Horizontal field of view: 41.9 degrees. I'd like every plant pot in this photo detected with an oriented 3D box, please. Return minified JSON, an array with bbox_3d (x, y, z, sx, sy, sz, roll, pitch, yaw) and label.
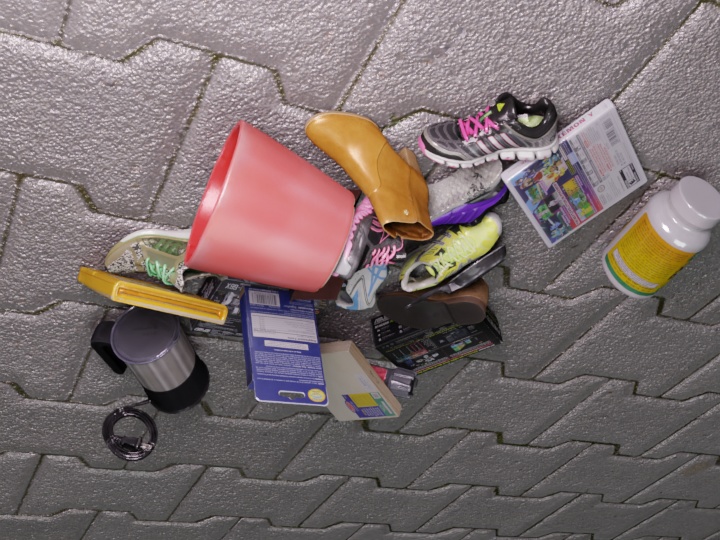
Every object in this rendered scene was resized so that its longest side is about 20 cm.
[{"bbox_3d":[-0.114,-0.068,1.224,0.175,0.202,0.201,21,138,-17],"label":"plant pot"}]

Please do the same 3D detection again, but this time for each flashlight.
[{"bbox_3d":[0.001,0.186,1.697,0.197,0.068,0.068,13,145,15],"label":"flashlight"}]

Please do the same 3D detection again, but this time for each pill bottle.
[{"bbox_3d":[0.480,-0.054,1.486,0.111,0.114,0.201,7,142,-22],"label":"pill bottle"}]

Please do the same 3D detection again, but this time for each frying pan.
[{"bbox_3d":[0.165,0.010,1.495,0.189,0.031,0.115,-31,174,-36],"label":"frying pan"}]

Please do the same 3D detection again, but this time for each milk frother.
[{"bbox_3d":[-0.361,0.188,1.564,0.178,0.202,0.189,-8,146,5],"label":"milk frother"}]

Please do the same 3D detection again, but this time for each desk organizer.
[{"bbox_3d":[-0.054,-0.037,1.425,0.076,0.072,0.201,1,145,-18],"label":"desk organizer"}]

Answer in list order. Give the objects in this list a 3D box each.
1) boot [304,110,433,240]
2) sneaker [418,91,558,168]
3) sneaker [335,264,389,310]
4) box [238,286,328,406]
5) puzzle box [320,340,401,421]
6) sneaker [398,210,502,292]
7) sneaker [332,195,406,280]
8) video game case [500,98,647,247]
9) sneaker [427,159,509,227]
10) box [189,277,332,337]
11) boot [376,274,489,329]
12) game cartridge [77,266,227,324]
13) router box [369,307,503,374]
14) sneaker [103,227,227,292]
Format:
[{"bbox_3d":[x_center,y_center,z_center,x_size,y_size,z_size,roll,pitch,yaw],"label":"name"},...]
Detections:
[{"bbox_3d":[0.018,-0.122,1.252,0.199,0.146,0.071,19,137,-34],"label":"boot"},{"bbox_3d":[0.175,-0.194,1.254,0.197,0.074,0.088,-4,140,-7],"label":"sneaker"},{"bbox_3d":[0.000,0.000,1.486,0.072,0.072,0.201,-10,147,-17],"label":"sneaker"},{"bbox_3d":[-0.118,0.120,1.431,0.120,0.202,0.033,9,140,-25],"label":"box"},{"bbox_3d":[-0.028,0.198,1.656,0.132,0.026,0.201,-9,135,30],"label":"puzzle box"},{"bbox_3d":[0.141,-0.022,1.466,0.075,0.077,0.199,45,123,-11],"label":"sneaker"},{"bbox_3d":[0.020,-0.037,1.280,0.095,0.200,0.079,33,121,-2],"label":"sneaker"},{"bbox_3d":[0.316,-0.136,1.373,0.181,0.023,0.200,-35,141,10],"label":"video game case"},{"bbox_3d":[0.133,-0.090,1.391,0.198,0.070,0.099,-22,146,18],"label":"sneaker"},{"bbox_3d":[-0.164,0.053,1.545,0.198,0.050,0.158,10,141,-26],"label":"box"},{"bbox_3d":[0.125,0.049,1.596,0.197,0.076,0.074,-2,134,25],"label":"boot"},{"bbox_3d":[-0.313,0.034,1.402,0.175,0.033,0.199,16,180,-32],"label":"game cartridge"},{"bbox_3d":[0.137,0.109,1.685,0.198,0.063,0.150,-22,143,18],"label":"router box"},{"bbox_3d":[-0.282,-0.010,1.391,0.197,0.090,0.077,-9,146,-1],"label":"sneaker"}]
